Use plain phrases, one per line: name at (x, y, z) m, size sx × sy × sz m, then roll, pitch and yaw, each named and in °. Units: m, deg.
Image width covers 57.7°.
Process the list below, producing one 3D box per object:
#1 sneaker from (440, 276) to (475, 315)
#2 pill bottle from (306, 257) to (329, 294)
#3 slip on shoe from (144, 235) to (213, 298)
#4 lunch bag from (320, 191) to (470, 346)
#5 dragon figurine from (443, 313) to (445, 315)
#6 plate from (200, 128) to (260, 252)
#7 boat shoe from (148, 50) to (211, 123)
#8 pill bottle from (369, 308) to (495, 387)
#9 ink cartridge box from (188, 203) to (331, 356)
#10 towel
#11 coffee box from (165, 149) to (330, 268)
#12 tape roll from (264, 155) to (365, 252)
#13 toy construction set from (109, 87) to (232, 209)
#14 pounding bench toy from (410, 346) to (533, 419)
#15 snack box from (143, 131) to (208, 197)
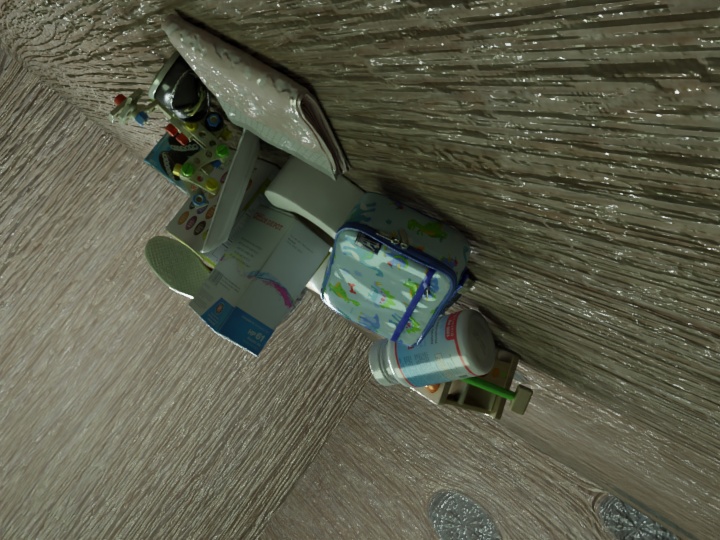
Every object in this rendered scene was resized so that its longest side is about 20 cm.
sneaker at (0.090, 0.026, 0.973) m, size 0.077 × 0.085 × 0.200 m, roll 37°, pitch 173°, yaw -11°
pill bottle at (-0.077, -0.005, 1.426) m, size 0.111 × 0.111 × 0.200 m, roll 41°, pitch 171°, yaw -36°
slip on shoe at (-0.291, 0.008, 1.133) m, size 0.200 × 0.074 × 0.061 m, roll 39°, pitch 175°, yaw -34°
lunch bag at (0.040, 0.006, 0.812) m, size 0.161 × 0.083 × 0.200 m, roll 27°, pitch 146°, yaw 2°
dragon figurine at (0.086, 0.039, 1.150) m, size 0.099 × 0.059 × 0.200 m, roll 30°, pitch 179°, yaw 42°
plate at (-0.192, -0.116, 0.973) m, size 0.032 × 0.200 × 0.200 m, roll 20°, pitch 176°, yaw -14°
boat shoe at (-0.230, -0.236, 0.861) m, size 0.061 × 0.072 × 0.201 m, roll 38°, pitch 180°, yaw -13°
pill bottle at (0.117, 0.139, 1.109) m, size 0.200 × 0.109 × 0.109 m, roll -19°, pitch 136°, yaw 33°
ink cartridge box at (-0.155, 0.008, 0.995) m, size 0.085 × 0.200 × 0.144 m, roll 36°, pitch 174°, yaw -33°
towel at (-0.115, -0.192, 0.752) m, size 0.200 × 0.032 × 0.191 m, roll 32°, pitch 172°, yaw 21°
coffee box at (-0.195, -0.073, 1.200) m, size 0.200 × 0.198 × 0.200 m, roll 42°, pitch 171°, yaw -39°
tape roll at (-0.040, -0.081, 0.959) m, size 0.202 × 0.071 × 0.202 m, roll 35°, pitch 172°, yaw 6°
toy construction set at (-0.275, -0.203, 0.991) m, size 0.200 × 0.131 × 0.092 m, roll 44°, pitch 171°, yaw -20°
pounding bench toy at (0.197, 0.192, 1.190) m, size 0.156 × 0.124 × 0.200 m, roll 18°, pitch 180°, yaw -24°
snack box at (-0.295, -0.190, 1.247) m, size 0.200 × 0.116 × 0.037 m, roll 41°, pitch 171°, yaw -33°
